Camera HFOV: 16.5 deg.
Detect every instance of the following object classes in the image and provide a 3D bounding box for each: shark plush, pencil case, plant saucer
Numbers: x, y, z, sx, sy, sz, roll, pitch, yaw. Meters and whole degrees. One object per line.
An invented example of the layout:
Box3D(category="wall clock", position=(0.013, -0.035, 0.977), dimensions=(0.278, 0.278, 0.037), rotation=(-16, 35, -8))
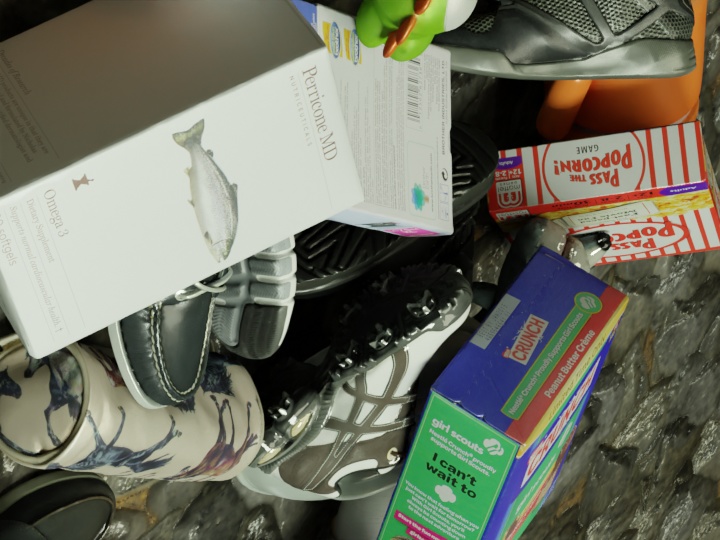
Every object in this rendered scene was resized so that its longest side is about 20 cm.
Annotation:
Box3D(category="shark plush", position=(0.104, 0.017, 1.780), dimensions=(0.083, 0.200, 0.091), rotation=(22, 66, -22))
Box3D(category="pencil case", position=(-0.143, 0.081, 1.504), dimensions=(0.078, 0.090, 0.200), rotation=(-35, 157, 23))
Box3D(category="plant saucer", position=(0.009, 0.107, 1.699), dimensions=(0.200, 0.050, 0.200), rotation=(-24, 152, -13))

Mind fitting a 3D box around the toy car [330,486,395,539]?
Box3D(category="toy car", position=(0.009, 0.210, 1.805), dimensions=(0.184, 0.177, 0.200), rotation=(45, 48, -51))

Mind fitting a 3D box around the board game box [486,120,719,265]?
Box3D(category="board game box", position=(0.178, -0.050, 1.770), dimensions=(0.200, 0.151, 0.046), rotation=(43, 40, -72))

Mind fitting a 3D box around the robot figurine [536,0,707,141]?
Box3D(category="robot figurine", position=(0.185, -0.156, 1.764), dimensions=(0.144, 0.116, 0.200), rotation=(-82, 172, -48))

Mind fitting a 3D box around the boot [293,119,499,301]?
Box3D(category="boot", position=(0.002, 0.002, 1.655), dimensions=(0.211, 0.079, 0.158), rotation=(-23, 148, -28))

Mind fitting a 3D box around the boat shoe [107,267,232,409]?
Box3D(category="boat shoe", position=(-0.105, -0.016, 1.431), dimensions=(0.076, 0.060, 0.201), rotation=(-23, 113, -56))

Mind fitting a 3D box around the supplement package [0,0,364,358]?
Box3D(category="supplement package", position=(-0.118, -0.066, 1.309), dimensions=(0.200, 0.117, 0.117), rotation=(-27, 136, -11))

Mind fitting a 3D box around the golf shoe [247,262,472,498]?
Box3D(category="golf shoe", position=(0.013, 0.072, 1.582), dimensions=(0.200, 0.094, 0.078), rotation=(-39, -154, 30))

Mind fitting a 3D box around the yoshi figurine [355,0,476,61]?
Box3D(category="yoshi figurine", position=(0.056, -0.207, 1.419), dimensions=(0.112, 0.112, 0.200), rotation=(-25, 162, -42))

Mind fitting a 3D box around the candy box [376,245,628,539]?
Box3D(category="candy box", position=(0.089, 0.112, 1.631), dimensions=(0.169, 0.077, 0.200), rotation=(-48, 161, -44))

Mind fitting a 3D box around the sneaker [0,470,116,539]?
Box3D(category="sneaker", position=(-0.199, 0.199, 1.486), dimensions=(0.200, 0.106, 0.075), rotation=(-33, 140, -39))

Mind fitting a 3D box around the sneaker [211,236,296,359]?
Box3D(category="sneaker", position=(-0.047, -0.052, 1.521), dimensions=(0.115, 0.075, 0.200), rotation=(-34, 129, -47))

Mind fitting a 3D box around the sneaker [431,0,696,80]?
Box3D(category="sneaker", position=(0.123, -0.182, 1.640), dimensions=(0.076, 0.199, 0.115), rotation=(-123, -149, -81))

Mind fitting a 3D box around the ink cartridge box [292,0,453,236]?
Box3D(category="ink cartridge box", position=(-0.005, -0.089, 1.493), dimensions=(0.200, 0.042, 0.120), rotation=(11, 76, -62))
